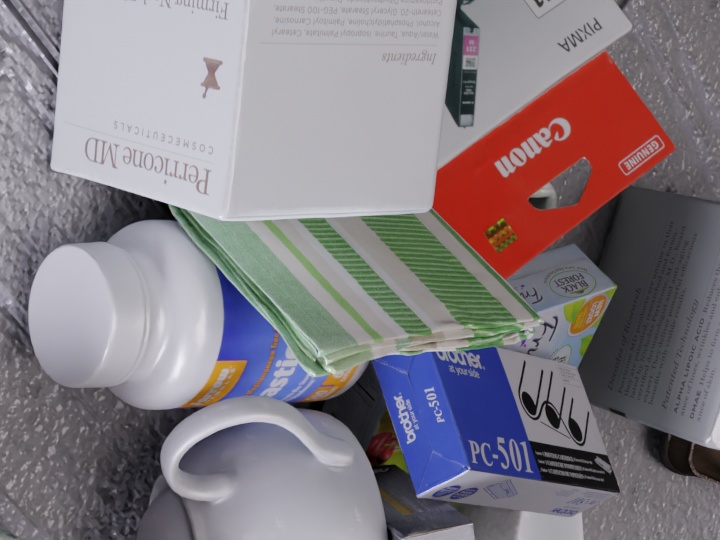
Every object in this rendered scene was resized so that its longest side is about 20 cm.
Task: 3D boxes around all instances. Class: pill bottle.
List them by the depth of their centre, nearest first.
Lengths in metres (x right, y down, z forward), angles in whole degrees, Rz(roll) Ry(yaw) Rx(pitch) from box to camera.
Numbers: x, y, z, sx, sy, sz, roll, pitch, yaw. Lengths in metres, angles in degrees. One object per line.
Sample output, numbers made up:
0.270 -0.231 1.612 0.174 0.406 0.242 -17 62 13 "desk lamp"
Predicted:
-0.094 0.026 1.434 0.199 0.112 0.113 -1 104 -44 "pill bottle"

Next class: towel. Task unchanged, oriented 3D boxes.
0.000 0.000 1.426 0.199 0.153 0.023 -7 135 -47 "towel"

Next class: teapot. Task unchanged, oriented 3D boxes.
-0.075 0.176 1.462 0.145 0.197 0.202 -2 88 -22 "teapot"

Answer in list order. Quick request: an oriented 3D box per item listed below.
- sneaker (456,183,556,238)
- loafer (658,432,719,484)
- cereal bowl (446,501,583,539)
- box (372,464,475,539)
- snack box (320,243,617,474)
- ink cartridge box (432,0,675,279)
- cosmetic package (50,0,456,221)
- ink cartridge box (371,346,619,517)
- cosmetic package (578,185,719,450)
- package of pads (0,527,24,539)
0.046 -0.025 1.577 0.200 0.080 0.071 -32 125 -31 "sneaker"
0.309 0.139 1.885 0.199 0.071 0.073 15 92 -45 "loafer"
0.091 0.216 1.642 0.200 0.083 0.202 0 90 -72 "cereal bowl"
0.035 0.236 1.496 0.048 0.158 0.201 -11 102 -15 "box"
0.067 0.069 1.606 0.199 0.053 0.143 -16 142 -41 "snack box"
0.104 -0.110 1.569 0.200 0.044 0.174 -36 88 -31 "ink cartridge box"
-0.058 -0.143 1.376 0.166 0.167 0.202 -4 105 -43 "cosmetic package"
0.088 0.099 1.515 0.200 0.044 0.095 16 51 -56 "ink cartridge box"
0.278 0.046 1.708 0.164 0.200 0.166 17 90 -26 "cosmetic package"
-0.251 0.224 1.316 0.068 0.154 0.201 14 91 -31 "package of pads"
